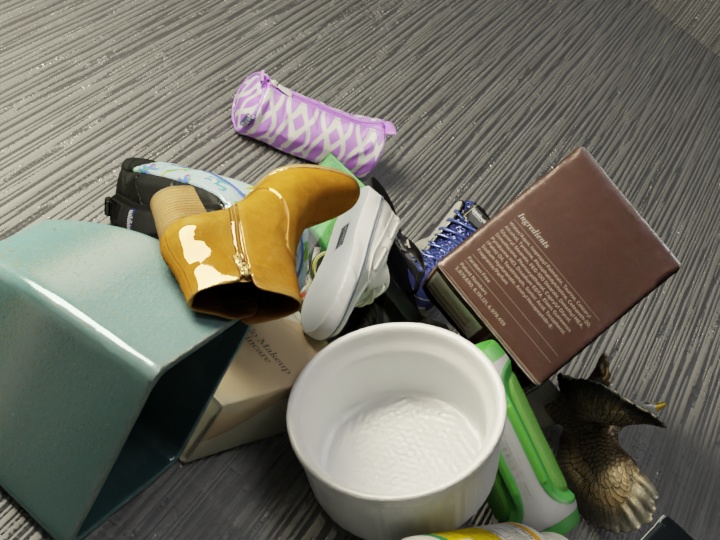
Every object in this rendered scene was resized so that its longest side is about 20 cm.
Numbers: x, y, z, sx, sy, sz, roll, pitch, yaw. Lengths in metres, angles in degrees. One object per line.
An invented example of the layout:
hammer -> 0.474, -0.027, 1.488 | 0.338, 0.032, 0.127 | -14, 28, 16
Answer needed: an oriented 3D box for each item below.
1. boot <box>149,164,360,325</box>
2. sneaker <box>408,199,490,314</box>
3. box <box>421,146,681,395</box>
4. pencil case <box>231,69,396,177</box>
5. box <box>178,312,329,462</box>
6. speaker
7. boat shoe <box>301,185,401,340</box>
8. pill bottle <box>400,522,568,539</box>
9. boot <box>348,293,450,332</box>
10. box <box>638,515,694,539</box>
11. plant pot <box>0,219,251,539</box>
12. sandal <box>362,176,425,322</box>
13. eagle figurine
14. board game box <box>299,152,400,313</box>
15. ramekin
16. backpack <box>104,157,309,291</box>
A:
boot -> -0.070, -0.017, 1.447 | 0.201, 0.071, 0.144 | -6, 44, -25
sneaker -> 0.097, -0.025, 2.019 | 0.081, 0.115, 0.199 | 40, 28, 11
box -> 0.195, 0.007, 1.814 | 0.164, 0.200, 0.166 | 51, -8, 5
pencil case -> -0.062, -0.181, 2.115 | 0.200, 0.086, 0.084 | 19, 34, -31
box -> -0.111, 0.105, 1.625 | 0.095, 0.078, 0.200 | 46, 29, 20
speaker -> 0.144, 0.174, 1.722 | 0.200, 0.088, 0.088 | 65, 29, -3
boat shoe -> 0.000, 0.000, 1.721 | 0.065, 0.074, 0.200 | 38, 48, -19
pill bottle -> 0.113, 0.286, 1.559 | 0.200, 0.113, 0.113 | 0, 44, -47
boot -> 0.051, 0.081, 1.851 | 0.130, 0.068, 0.200 | 30, 22, -14
box -> 0.225, 0.336, 1.513 | 0.107, 0.200, 0.148 | 42, 27, 14
plant pot -> -0.236, 0.069, 1.434 | 0.200, 0.197, 0.196 | 34, 27, 9
sandal -> 0.037, -0.030, 1.859 | 0.076, 0.043, 0.200 | 48, 21, -46
eagle figurine -> 0.260, 0.168, 1.865 | 0.152, 0.151, 0.200 | 42, 19, -12
board game box -> -0.054, -0.018, 1.772 | 0.105, 0.023, 0.200 | 43, 63, -5
ramekin -> 0.036, 0.154, 1.592 | 0.200, 0.098, 0.201 | -3, 49, 4
backpack -> -0.141, -0.022, 1.601 | 0.153, 0.164, 0.200 | 5, -1, -26
